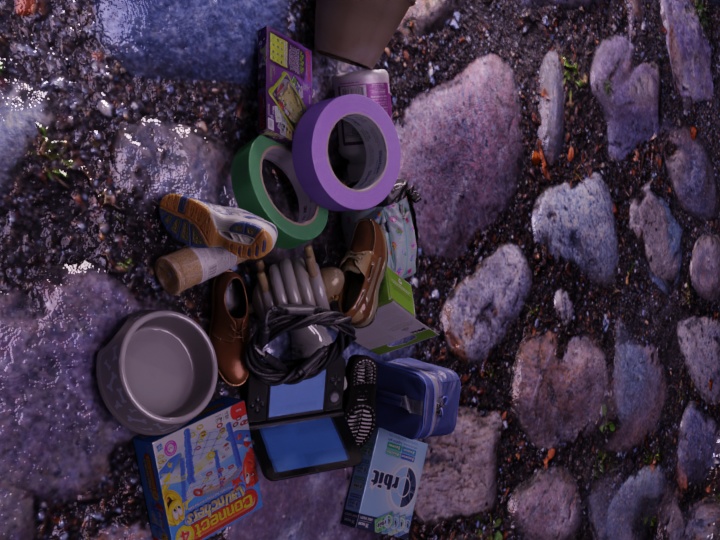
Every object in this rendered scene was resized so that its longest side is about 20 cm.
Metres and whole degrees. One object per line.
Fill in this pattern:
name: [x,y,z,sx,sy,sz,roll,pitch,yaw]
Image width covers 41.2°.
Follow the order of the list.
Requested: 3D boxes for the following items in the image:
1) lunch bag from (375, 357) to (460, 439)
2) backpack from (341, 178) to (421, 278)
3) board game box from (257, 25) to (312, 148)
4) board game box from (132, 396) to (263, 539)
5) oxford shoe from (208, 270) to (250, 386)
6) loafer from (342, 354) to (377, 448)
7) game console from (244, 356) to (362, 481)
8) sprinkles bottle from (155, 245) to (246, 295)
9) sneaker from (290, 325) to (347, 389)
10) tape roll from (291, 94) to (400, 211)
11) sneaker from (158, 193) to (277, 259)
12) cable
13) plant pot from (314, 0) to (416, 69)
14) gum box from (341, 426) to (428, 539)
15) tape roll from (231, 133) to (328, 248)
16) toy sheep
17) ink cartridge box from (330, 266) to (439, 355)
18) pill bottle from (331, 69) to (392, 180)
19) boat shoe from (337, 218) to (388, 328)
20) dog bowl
lunch bag: [0.095,0.253,1.883,0.131,0.199,0.138,1,96,-44]
backpack: [0.039,-0.073,1.859,0.125,0.166,0.203,-17,108,-26]
board game box: [-0.133,-0.320,1.702,0.119,0.032,0.203,17,64,-43]
board game box: [-0.266,0.339,1.599,0.199,0.055,0.198,-21,106,-45]
oxford shoe: [-0.217,0.102,1.622,0.071,0.071,0.203,-10,100,-27]
loafer: [-0.007,0.254,1.866,0.072,0.071,0.203,6,104,-19]
game console: [-0.096,0.256,1.695,0.198,0.118,0.173,-4,108,-31]
sprinkles bottle: [-0.246,-0.026,1.597,0.199,0.068,0.069,-29,112,-43]
sneaker: [-0.092,0.165,1.774,0.080,0.076,0.202,-37,116,-28]
tape roll: [-0.023,-0.207,1.702,0.198,0.065,0.203,1,89,-37]
sneaker: [-0.231,-0.073,1.564,0.088,0.198,0.076,-55,167,-71]
cable: [-0.096,0.131,1.642,0.198,0.051,0.165,2,121,-31]
plant pot: [-0.008,-0.475,1.772,0.199,0.199,0.176,11,100,-47]
gum box: [0.052,0.433,1.957,0.169,0.044,0.202,27,71,-45]
tape roll: [-0.138,-0.140,1.673,0.200,0.048,0.203,32,46,-40]
toy sheep: [-0.123,0.039,1.681,0.138,0.198,0.140,-15,90,-88]
ink cartridge box: [0.041,0.083,1.848,0.200,0.147,0.077,36,40,-50]
pill bottle: [0.008,-0.277,1.831,0.112,0.111,0.203,-15,103,-46]
boat shoe: [0.000,0.000,1.732,0.074,0.075,0.203,30,60,-53]
dog bowl: [-0.311,0.154,1.505,0.199,0.058,0.203,14,68,-39]
